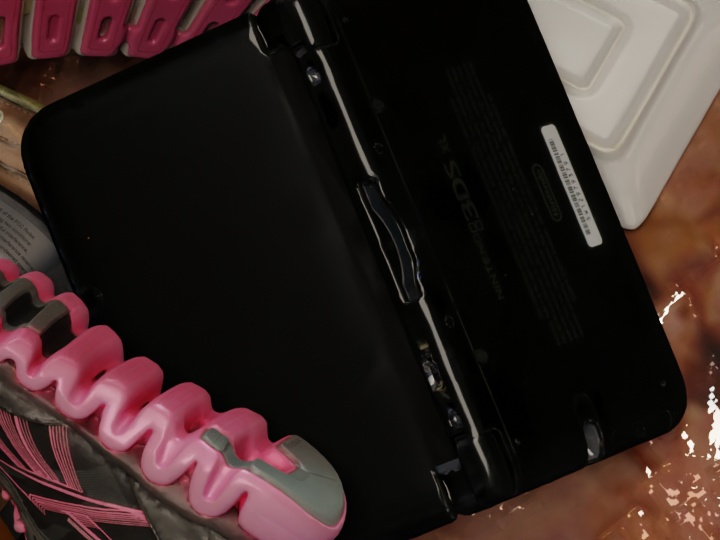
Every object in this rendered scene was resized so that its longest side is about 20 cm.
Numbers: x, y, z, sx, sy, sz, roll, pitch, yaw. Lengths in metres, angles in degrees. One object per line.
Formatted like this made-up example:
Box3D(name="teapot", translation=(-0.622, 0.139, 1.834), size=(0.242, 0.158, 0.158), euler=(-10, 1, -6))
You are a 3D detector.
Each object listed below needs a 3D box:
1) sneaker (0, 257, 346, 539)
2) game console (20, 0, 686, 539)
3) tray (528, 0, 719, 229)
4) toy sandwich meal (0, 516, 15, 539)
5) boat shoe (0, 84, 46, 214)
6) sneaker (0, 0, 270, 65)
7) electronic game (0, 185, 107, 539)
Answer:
Box3D(name="sneaker", translation=(-0.107, 0.067, 0.986), size=(0.200, 0.079, 0.095), euler=(33, 109, 13))
Box3D(name="game console", translation=(0.000, 0.000, 1.042), size=(0.176, 0.116, 0.200), euler=(-18, 84, -42))
Box3D(name="tray", translation=(0.048, -0.107, 1.101), size=(0.200, 0.022, 0.107), euler=(28, 82, 14))
Box3D(name="toy sandwich meal", translation=(-0.211, 0.149, 1.014), size=(0.205, 0.070, 0.205), euler=(1, 96, 7))
Box3D(name="boat shoe", translation=(-0.170, -0.061, 1.096), size=(0.200, 0.072, 0.068), euler=(31, 82, 2))
Box3D(name="sneaker", translation=(-0.127, -0.132, 1.073), size=(0.200, 0.074, 0.087), euler=(1, 46, -21))
Box3D(name="electronic game", translation=(-0.184, 0.054, 1.057), size=(0.200, 0.042, 0.200), euler=(1, 97, 8))
